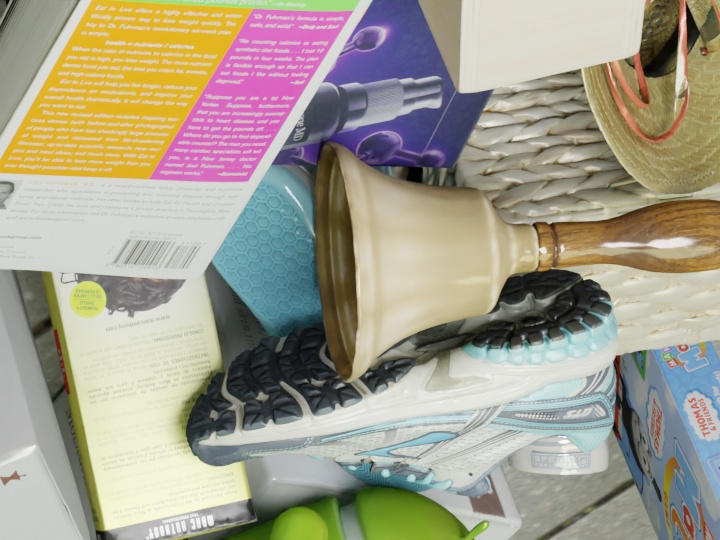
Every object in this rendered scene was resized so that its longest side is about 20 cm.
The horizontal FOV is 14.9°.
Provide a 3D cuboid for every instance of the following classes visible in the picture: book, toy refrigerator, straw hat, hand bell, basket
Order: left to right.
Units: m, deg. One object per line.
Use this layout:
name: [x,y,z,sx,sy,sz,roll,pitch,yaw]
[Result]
book: [-0.085,-0.071,1.109,0.134,0.048,0.200,4,138,-32]
toy refrigerator: [0.044,-0.170,1.088,0.076,0.200,0.070,-13,144,-10]
hand bell: [0.086,-0.010,1.198,0.200,0.104,0.104,-4,141,-10]
basket: [0.118,-0.040,1.358,0.200,0.123,0.136,-8,142,-17]
straw hat: [0.121,-0.134,1.257,0.085,0.201,0.201,5,163,40]

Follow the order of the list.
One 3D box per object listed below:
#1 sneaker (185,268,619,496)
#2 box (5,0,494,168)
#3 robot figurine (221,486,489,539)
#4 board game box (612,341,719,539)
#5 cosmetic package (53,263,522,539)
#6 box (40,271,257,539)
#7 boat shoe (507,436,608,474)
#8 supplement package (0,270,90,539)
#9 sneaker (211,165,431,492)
sneaker: [0.023,0.069,1.237,0.200,0.078,0.086,-12,117,2]
box: [-0.034,-0.130,1.184,0.200,0.104,0.148,-1,139,-25]
robot figurine: [-0.024,0.173,1.291,0.200,0.116,0.175,-21,143,2]
board game box: [0.172,0.088,1.483,0.037,0.200,0.151,-15,143,-8]
cosmetic package: [-0.054,0.114,1.438,0.165,0.165,0.200,13,132,-36]
box: [-0.106,0.027,1.278,0.075,0.200,0.050,-13,179,-13]
boat shoe: [0.096,0.054,1.459,0.072,0.200,0.069,3,101,4]
supplement package: [-0.207,0.050,1.249,0.117,0.200,0.117,-18,143,-3]
sneaker: [0.000,0.000,1.323,0.080,0.131,0.200,-17,117,23]
